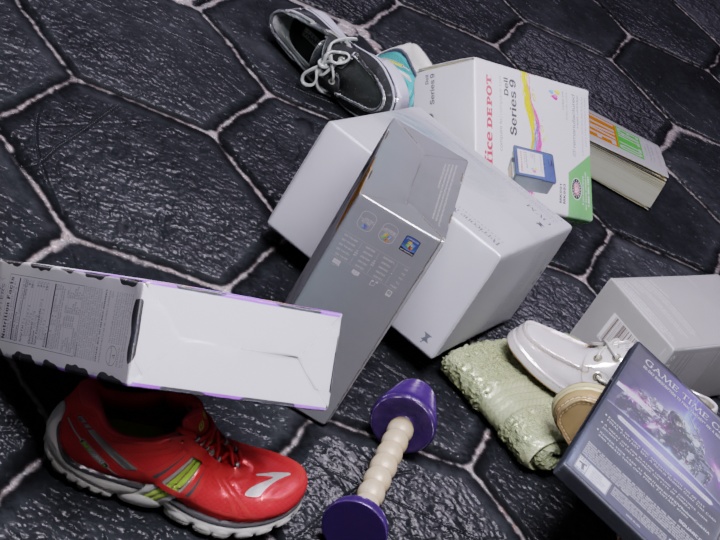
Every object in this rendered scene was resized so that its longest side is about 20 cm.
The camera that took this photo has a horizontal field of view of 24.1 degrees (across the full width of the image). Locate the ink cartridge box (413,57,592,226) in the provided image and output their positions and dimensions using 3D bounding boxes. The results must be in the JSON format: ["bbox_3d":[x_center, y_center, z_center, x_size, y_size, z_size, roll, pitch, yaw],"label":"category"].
[{"bbox_3d":[0.148,-0.126,1.736,0.199,0.087,0.146,9,77,-45],"label":"ink cartridge box"}]

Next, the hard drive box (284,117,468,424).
[{"bbox_3d":[0.000,0.000,1.372,0.077,0.200,0.156,29,28,-4],"label":"hard drive box"}]

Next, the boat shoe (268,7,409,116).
[{"bbox_3d":[-0.027,-0.223,1.817,0.068,0.074,0.200,3,40,-49],"label":"boat shoe"}]

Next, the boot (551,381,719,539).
[{"bbox_3d":[0.225,0.199,1.393,0.200,0.073,0.156,49,29,-12],"label":"boot"}]

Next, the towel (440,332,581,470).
[{"bbox_3d":[0.173,0.113,1.536,0.199,0.037,0.148,-5,45,-48],"label":"towel"}]

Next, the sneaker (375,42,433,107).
[{"bbox_3d":[0.066,-0.158,1.833,0.079,0.078,0.200,-24,61,-21],"label":"sneaker"}]

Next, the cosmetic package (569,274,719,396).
[{"bbox_3d":[0.319,0.068,1.699,0.199,0.090,0.107,3,40,-46],"label":"cosmetic package"}]

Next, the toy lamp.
[{"bbox_3d":[0.019,0.147,1.317,0.058,0.058,0.200,33,29,1],"label":"toy lamp"}]

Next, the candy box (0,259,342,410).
[{"bbox_3d":[-0.141,0.044,1.183,0.167,0.072,0.199,11,-3,-39],"label":"candy box"}]

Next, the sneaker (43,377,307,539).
[{"bbox_3d":[-0.120,0.127,1.180,0.199,0.085,0.077,17,34,-24],"label":"sneaker"}]

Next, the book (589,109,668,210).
[{"bbox_3d":[0.273,-0.163,2.055,0.199,0.048,0.134,26,25,-7],"label":"book"}]

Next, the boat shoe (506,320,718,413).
[{"bbox_3d":[0.228,0.090,1.514,0.199,0.069,0.071,29,29,-4],"label":"boat shoe"}]

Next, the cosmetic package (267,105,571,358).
[{"bbox_3d":[0.058,-0.042,1.550,0.199,0.123,0.200,39,24,14],"label":"cosmetic package"}]

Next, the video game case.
[{"bbox_3d":[0.245,0.157,1.380,0.143,0.019,0.200,43,37,0],"label":"video game case"}]
